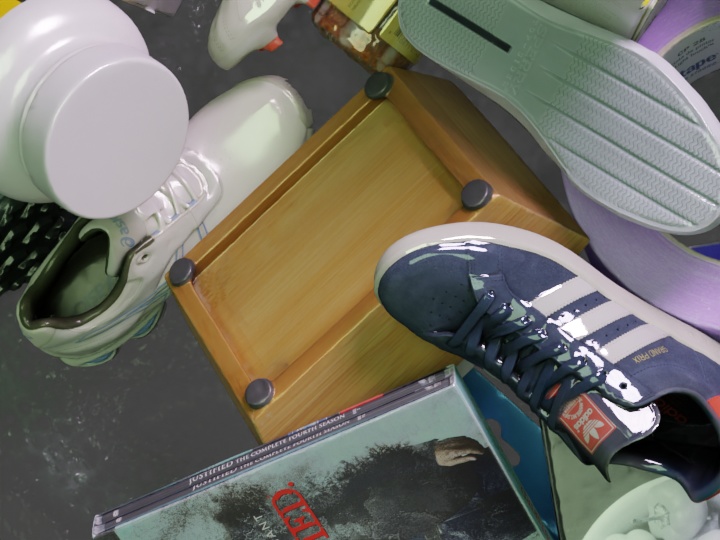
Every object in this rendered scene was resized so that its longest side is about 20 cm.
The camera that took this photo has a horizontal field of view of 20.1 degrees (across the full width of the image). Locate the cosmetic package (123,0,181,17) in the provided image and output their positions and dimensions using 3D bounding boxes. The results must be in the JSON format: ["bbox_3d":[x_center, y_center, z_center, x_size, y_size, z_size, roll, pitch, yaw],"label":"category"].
[{"bbox_3d":[-0.101,-0.242,1.077,0.090,0.107,0.201,31,94,7],"label":"cosmetic package"}]

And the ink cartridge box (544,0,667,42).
[{"bbox_3d":[0.094,-0.189,0.937,0.148,0.200,0.076,36,84,4],"label":"ink cartridge box"}]

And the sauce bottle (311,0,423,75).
[{"bbox_3d":[0.056,-0.192,1.076,0.066,0.066,0.200,40,95,5],"label":"sauce bottle"}]

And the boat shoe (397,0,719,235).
[{"bbox_3d":[0.110,-0.091,0.988,0.200,0.067,0.074,42,110,21],"label":"boat shoe"}]

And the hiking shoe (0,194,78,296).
[{"bbox_3d":[-0.228,-0.016,1.118,0.087,0.074,0.200,39,86,25],"label":"hiking shoe"}]

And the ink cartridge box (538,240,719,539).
[{"bbox_3d":[0.192,0.084,1.059,0.197,0.043,0.201,-10,89,-3],"label":"ink cartridge box"}]

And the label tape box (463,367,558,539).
[{"bbox_3d":[0.015,0.148,1.091,0.143,0.066,0.200,42,98,5],"label":"label tape box"}]

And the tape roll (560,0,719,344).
[{"bbox_3d":[0.203,-0.057,1.028,0.199,0.066,0.201,-3,74,11],"label":"tape roll"}]

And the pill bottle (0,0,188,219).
[{"bbox_3d":[-0.179,-0.104,1.045,0.200,0.112,0.113,33,97,40],"label":"pill bottle"}]

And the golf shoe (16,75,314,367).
[{"bbox_3d":[-0.105,-0.025,1.087,0.078,0.097,0.200,43,95,9],"label":"golf shoe"}]

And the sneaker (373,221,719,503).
[{"bbox_3d":[0.097,0.047,0.949,0.199,0.085,0.075,22,131,-14],"label":"sneaker"}]

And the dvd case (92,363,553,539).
[{"bbox_3d":[-0.012,0.141,1.014,0.199,0.022,0.146,-22,120,13],"label":"dvd case"}]

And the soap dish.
[{"bbox_3d":[0.000,0.000,1.046,0.200,0.081,0.157,-42,44,6],"label":"soap dish"}]

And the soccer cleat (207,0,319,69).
[{"bbox_3d":[-0.034,-0.201,1.084,0.077,0.069,0.200,34,89,-14],"label":"soccer cleat"}]
